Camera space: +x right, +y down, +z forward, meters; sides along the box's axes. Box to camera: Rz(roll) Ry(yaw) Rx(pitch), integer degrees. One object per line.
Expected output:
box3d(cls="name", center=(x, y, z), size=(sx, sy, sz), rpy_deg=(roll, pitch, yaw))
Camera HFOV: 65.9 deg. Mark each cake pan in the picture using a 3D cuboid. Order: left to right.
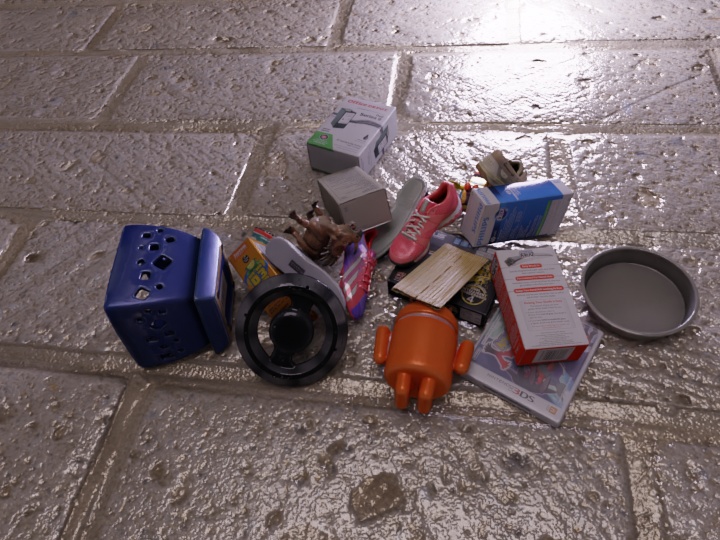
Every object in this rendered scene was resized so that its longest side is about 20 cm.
box3d(cls="cake pan", center=(0.501, 0.043, 1.010), size=(0.198, 0.037, 0.202), rpy_deg=(-4, 51, 5))

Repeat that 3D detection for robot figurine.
box3d(cls="robot figurine", center=(0.107, 0.136, 0.942), size=(0.143, 0.117, 0.201), rpy_deg=(-20, 41, 38))

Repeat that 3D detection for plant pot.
box3d(cls="plant pot", center=(-0.336, 0.044, 1.030), size=(0.178, 0.201, 0.201), rpy_deg=(-4, 50, -3))

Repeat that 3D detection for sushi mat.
box3d(cls="sushi mat", center=(0.147, 0.007, 1.002), size=(0.095, 0.012, 0.200), rpy_deg=(25, 39, 26))

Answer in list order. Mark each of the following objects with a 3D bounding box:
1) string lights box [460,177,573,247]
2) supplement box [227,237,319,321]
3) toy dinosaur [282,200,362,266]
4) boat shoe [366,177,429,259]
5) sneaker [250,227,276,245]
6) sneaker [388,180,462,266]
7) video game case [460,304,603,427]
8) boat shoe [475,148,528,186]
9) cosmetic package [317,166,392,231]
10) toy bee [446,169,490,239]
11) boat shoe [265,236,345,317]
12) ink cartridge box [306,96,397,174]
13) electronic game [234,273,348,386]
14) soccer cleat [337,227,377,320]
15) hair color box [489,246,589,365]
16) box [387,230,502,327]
box3d(cls="string lights box", center=(0.306, -0.115, 1.092), size=(0.198, 0.103, 0.059), rpy_deg=(-9, 45, -18))
box3d(cls="supplement box", center=(-0.168, 0.031, 1.057), size=(0.067, 0.069, 0.200), rpy_deg=(-44, 67, 9))
box3d(cls="toy dinosaur", center=(-0.081, -0.058, 1.104), size=(0.086, 0.200, 0.136), rpy_deg=(-35, 86, -23))
box3d(cls="boat shoe", center=(0.083, -0.098, 1.164), size=(0.075, 0.060, 0.201), rpy_deg=(35, 84, 34))
box3d(cls="sneaker", center=(-0.161, -0.005, 1.135), size=(0.199, 0.070, 0.094), rpy_deg=(32, 87, 21))
box3d(cls="sneaker", center=(0.118, -0.097, 1.074), size=(0.073, 0.087, 0.200), rpy_deg=(31, 70, 31))
box3d(cls="video game case", center=(0.298, 0.144, 0.967), size=(0.181, 0.023, 0.200), rpy_deg=(26, 59, 25))
box3d(cls="boat shoe", center=(0.313, -0.192, 1.136), size=(0.065, 0.199, 0.073), rpy_deg=(-44, 51, 26))
box3d(cls="cosmetic package", center=(-0.017, -0.152, 1.169), size=(0.103, 0.074, 0.200), rpy_deg=(-19, 28, -8))
box3d(cls="toy bee", center=(0.244, -0.154, 1.160), size=(0.129, 0.109, 0.202), rpy_deg=(0, 51, 6))
box3d(cls="boat shoe", center=(-0.097, 0.011, 1.049), size=(0.069, 0.057, 0.200), rpy_deg=(-46, 79, 9))
box3d(cls="ink cartridge box", center=(-0.017, -0.321, 1.344), size=(0.145, 0.084, 0.201), rpy_deg=(19, 56, 21))
box3d(cls="electronic game", center=(-0.120, 0.105, 0.973), size=(0.198, 0.202, 0.042), rpy_deg=(-9, 8, 0))
box3d(cls="soccer cleat", center=(0.000, 0.000, 1.084), size=(0.076, 0.067, 0.202), rpy_deg=(-14, 54, 15))
box3d(cls="hair color box", center=(0.305, 0.058, 0.967), size=(0.110, 0.064, 0.202), rpy_deg=(-4, 56, -4))
box3d(cls="box", center=(0.173, 0.007, 1.078), size=(0.198, 0.049, 0.162), rpy_deg=(19, 53, 21))
